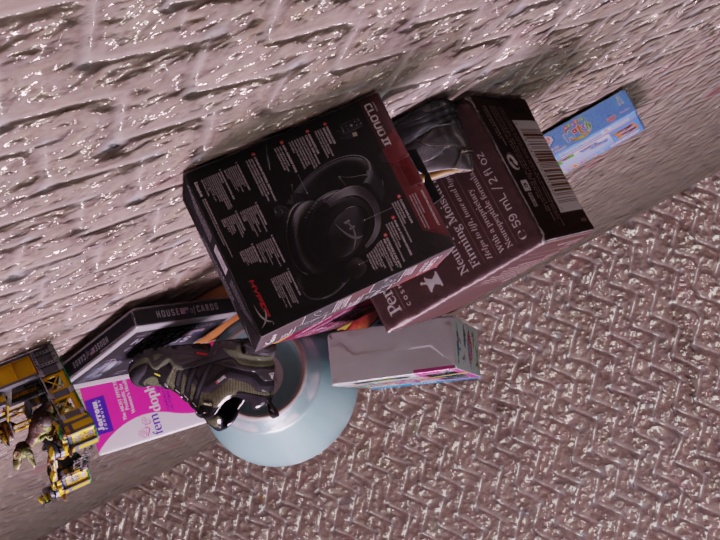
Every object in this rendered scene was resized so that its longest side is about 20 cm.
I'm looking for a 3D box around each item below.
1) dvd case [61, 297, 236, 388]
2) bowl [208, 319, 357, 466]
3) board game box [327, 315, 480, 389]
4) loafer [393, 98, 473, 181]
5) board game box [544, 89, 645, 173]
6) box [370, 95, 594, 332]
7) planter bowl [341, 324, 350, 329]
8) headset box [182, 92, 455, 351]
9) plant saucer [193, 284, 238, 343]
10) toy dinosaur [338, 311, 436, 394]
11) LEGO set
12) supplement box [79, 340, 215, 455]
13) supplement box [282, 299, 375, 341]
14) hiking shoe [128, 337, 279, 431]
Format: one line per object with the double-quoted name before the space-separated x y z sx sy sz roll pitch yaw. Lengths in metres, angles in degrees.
"dvd case" -0.259 0.088 1.426 0.150 0.025 0.200 -8 161 -47
"bowl" -0.109 0.129 1.452 0.200 0.201 0.105 -27 162 1
"board game box" 0.057 0.101 1.431 0.147 0.065 0.200 -8 172 13
"loafer" 0.014 -0.085 1.149 0.199 0.073 0.073 -29 172 19
"board game box" 0.300 -0.176 1.608 0.151 0.037 0.200 -29 171 14
"box" 0.102 -0.060 1.254 0.200 0.166 0.164 -32 171 27
"planter bowl" -0.062 0.055 1.732 0.200 0.084 0.200 -27 171 -5
"headset box" -0.028 -0.044 1.007 0.199 0.149 0.077 -25 172 -15
"plant saucer" -0.150 0.043 1.552 0.199 0.038 0.200 -26 172 -4
"toy dinosaur" 0.019 0.056 1.579 0.181 0.201 0.105 -13 -145 12
"LEGO set" -0.372 0.181 1.330 0.115 0.154 0.200 -22 167 -26
"supplement box" -0.262 0.169 1.624 0.199 0.102 0.103 -18 177 0
"supplement box" -0.054 0.011 1.397 0.085 0.111 0.200 -29 171 20
"hiking shoe" -0.182 0.132 1.357 0.199 0.101 0.076 -8 174 32
